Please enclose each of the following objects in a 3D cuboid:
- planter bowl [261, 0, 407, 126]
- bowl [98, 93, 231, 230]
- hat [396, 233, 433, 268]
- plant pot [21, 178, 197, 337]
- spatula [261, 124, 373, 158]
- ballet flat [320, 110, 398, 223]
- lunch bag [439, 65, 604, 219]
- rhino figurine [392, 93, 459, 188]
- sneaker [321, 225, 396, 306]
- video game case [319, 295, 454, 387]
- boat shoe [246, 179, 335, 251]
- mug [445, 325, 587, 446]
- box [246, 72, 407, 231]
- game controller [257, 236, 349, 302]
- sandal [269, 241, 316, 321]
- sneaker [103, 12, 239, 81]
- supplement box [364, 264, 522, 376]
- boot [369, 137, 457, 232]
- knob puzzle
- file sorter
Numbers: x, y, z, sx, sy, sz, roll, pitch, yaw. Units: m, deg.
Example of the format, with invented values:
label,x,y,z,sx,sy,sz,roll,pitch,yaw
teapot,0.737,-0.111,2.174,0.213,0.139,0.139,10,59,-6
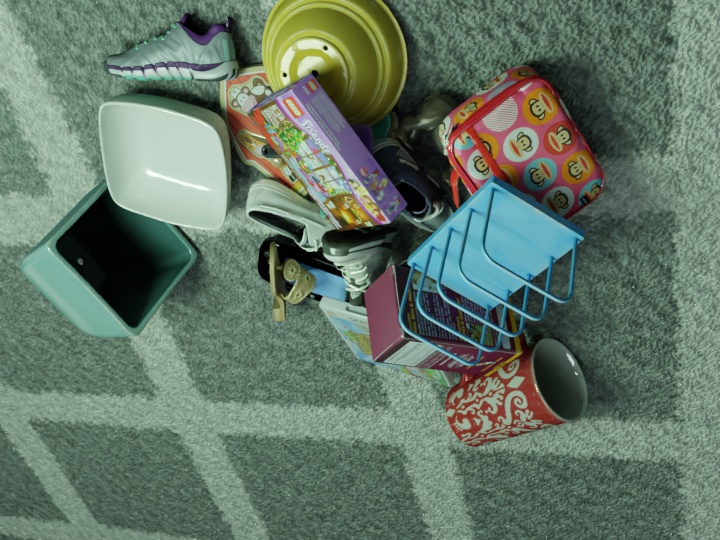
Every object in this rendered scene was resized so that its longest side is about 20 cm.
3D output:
label,x,y,z,sx,sy,sz,roll,pitch,yaw
planter bowl,-0.046,-0.257,1.035,0.199,0.084,0.202,8,119,14
bowl,-0.278,-0.170,1.225,0.199,0.075,0.201,15,132,9
hat,0.108,-0.004,1.206,0.199,0.081,0.201,-7,150,-4
plant pot,-0.431,-0.011,1.346,0.199,0.197,0.196,-16,122,42
spatula,-0.064,-0.163,1.109,0.199,0.020,0.057,5,104,42
ballet flat,0.014,-0.139,1.156,0.065,0.071,0.200,16,134,-27
lunch bag,0.191,-0.134,1.033,0.176,0.082,0.200,-35,117,9
rhino figurine,0.140,-0.150,1.088,0.200,0.060,0.088,40,95,-16
sneaker,0.001,0.000,1.162,0.075,0.200,0.116,8,99,20
video game case,0.045,0.115,1.306,0.181,0.022,0.200,15,156,27
boat shoe,-0.079,-0.065,1.229,0.199,0.069,0.072,31,140,-21
mug,0.239,0.185,1.323,0.133,0.179,0.200,10,150,-39
box,-0.044,-0.140,1.028,0.200,0.039,0.137,52,155,-18
game controller,-0.070,0.011,1.322,0.199,0.042,0.105,20,132,4
sandal,-0.104,0.018,1.281,0.069,0.078,0.212,1,152,-4
sneaker,-0.258,-0.306,1.123,0.198,0.074,0.088,4,107,14
supplement box,0.114,0.073,1.146,0.199,0.111,0.086,10,146,-27
boot,0.080,-0.089,1.108,0.073,0.091,0.200,-38,134,17
knob puzzle,-0.120,-0.204,1.160,0.218,0.031,0.221,14,134,15
file sorter,0.154,0.011,1.019,0.138,0.123,0.200,29,141,-13
